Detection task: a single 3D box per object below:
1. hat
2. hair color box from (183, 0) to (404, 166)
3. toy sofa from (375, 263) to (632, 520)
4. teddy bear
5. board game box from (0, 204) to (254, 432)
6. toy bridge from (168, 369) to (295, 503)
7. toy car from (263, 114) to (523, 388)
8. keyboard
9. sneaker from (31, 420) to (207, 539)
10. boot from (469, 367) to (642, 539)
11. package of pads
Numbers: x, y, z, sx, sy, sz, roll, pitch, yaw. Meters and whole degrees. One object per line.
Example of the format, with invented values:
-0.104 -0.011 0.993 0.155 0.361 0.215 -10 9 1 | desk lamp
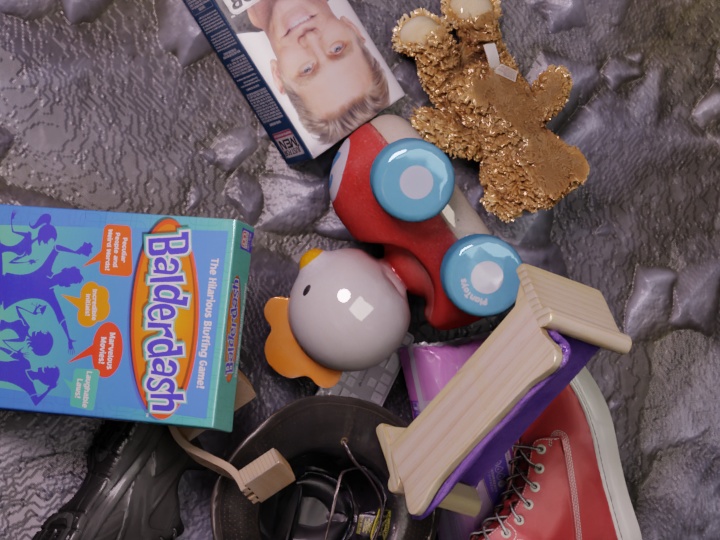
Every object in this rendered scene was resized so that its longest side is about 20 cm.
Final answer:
-0.040 0.182 1.644 0.201 0.081 0.201 -3 95 -32 | hat
-0.062 -0.193 1.681 0.100 0.061 0.200 -37 101 -21 | hair color box
0.106 0.100 1.573 0.083 0.098 0.200 19 123 -33 | toy sofa
0.103 -0.137 1.754 0.200 0.067 0.145 45 61 -7 | teddy bear
-0.185 0.033 1.559 0.200 0.045 0.152 3 83 16 | board game box
-0.112 0.099 1.588 0.067 0.200 0.027 -34 135 4 | toy bridge
0.000 0.000 1.648 0.200 0.184 0.177 -37 101 -1 | toy car
-0.021 0.127 1.702 0.056 0.011 0.200 31 75 -18 | keyboard
-0.182 0.193 1.597 0.091 0.076 0.200 39 74 -23 | sneaker
0.125 0.159 1.650 0.144 0.072 0.200 -22 99 -24 | boot
0.111 0.143 1.722 0.120 0.076 0.200 -13 92 -23 | package of pads
